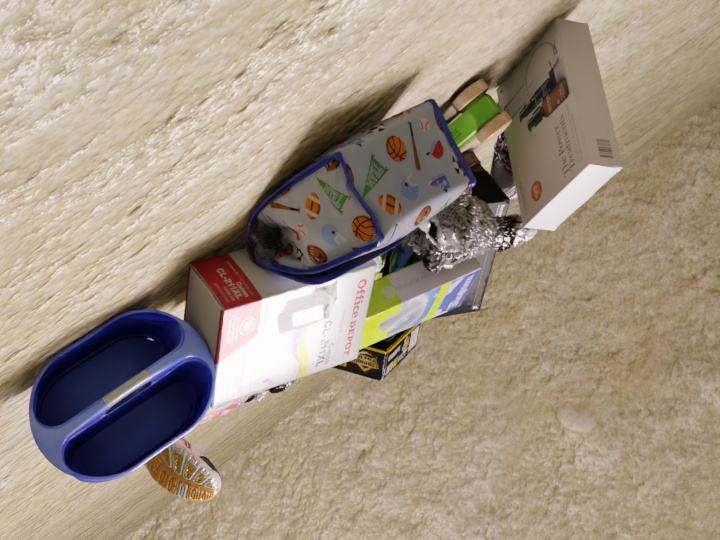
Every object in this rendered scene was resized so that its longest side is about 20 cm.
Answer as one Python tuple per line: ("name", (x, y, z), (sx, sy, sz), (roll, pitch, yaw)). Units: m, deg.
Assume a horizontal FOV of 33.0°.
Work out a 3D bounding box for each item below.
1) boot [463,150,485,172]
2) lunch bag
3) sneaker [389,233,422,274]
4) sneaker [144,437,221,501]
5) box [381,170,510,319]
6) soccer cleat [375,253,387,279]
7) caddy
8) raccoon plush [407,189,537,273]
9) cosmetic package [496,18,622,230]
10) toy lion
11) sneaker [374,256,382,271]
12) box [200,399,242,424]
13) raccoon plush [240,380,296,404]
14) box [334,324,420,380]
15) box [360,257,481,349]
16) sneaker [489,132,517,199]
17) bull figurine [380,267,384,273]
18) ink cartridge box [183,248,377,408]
("boot", (0.120, -0.090, 1.751), (0.199, 0.097, 0.075), (-34, 172, -26))
("lunch bag", (-0.008, -0.070, 1.262), (0.169, 0.125, 0.199), (-30, -175, -42))
("sneaker", (0.089, -0.027, 1.581), (0.071, 0.082, 0.201), (-87, -163, -46))
("sneaker", (-0.255, 0.223, 1.588), (0.088, 0.198, 0.076), (-38, 154, -59))
("box", (0.114, -0.031, 1.705), (0.139, 0.079, 0.202), (-6, 131, -22))
("soccer cleat", (-0.001, 0.000, 1.613), (0.202, 0.064, 0.084), (-61, 151, -1))
("caddy", (-0.246, 0.130, 1.251), (0.199, 0.142, 0.105), (-34, 177, -23))
("raccoon plush", (0.145, -0.068, 1.432), (0.198, 0.098, 0.134), (-18, 177, -25))
("cosmetic package", (0.233, -0.173, 1.451), (0.051, 0.203, 0.151), (3, 152, -22))
("toy lion", (0.085, -0.138, 1.496), (0.199, 0.069, 0.192), (-38, 179, 1))
("sneaker", (-0.004, -0.038, 1.463), (0.075, 0.089, 0.201), (-33, 157, -27))
("box", (-0.207, 0.139, 1.618), (0.102, 0.095, 0.200), (-40, 172, 13))
("raccoon plush", (-0.133, 0.137, 1.914), (0.199, 0.097, 0.134), (-35, 180, -28))
("box", (-0.032, 0.087, 1.722), (0.160, 0.197, 0.050), (-36, 138, -64))
("box", (0.066, 0.032, 1.537), (0.198, 0.048, 0.122), (-23, 161, -20))
("sneaker", (0.211, -0.182, 1.654), (0.074, 0.080, 0.202), (-24, 142, -38))
("bull figurine", (-0.016, -0.005, 1.721), (0.121, 0.065, 0.200), (-44, 168, -15))
("ink cartridge box", (-0.090, 0.047, 1.340), (0.198, 0.083, 0.147), (-16, 135, -31))
